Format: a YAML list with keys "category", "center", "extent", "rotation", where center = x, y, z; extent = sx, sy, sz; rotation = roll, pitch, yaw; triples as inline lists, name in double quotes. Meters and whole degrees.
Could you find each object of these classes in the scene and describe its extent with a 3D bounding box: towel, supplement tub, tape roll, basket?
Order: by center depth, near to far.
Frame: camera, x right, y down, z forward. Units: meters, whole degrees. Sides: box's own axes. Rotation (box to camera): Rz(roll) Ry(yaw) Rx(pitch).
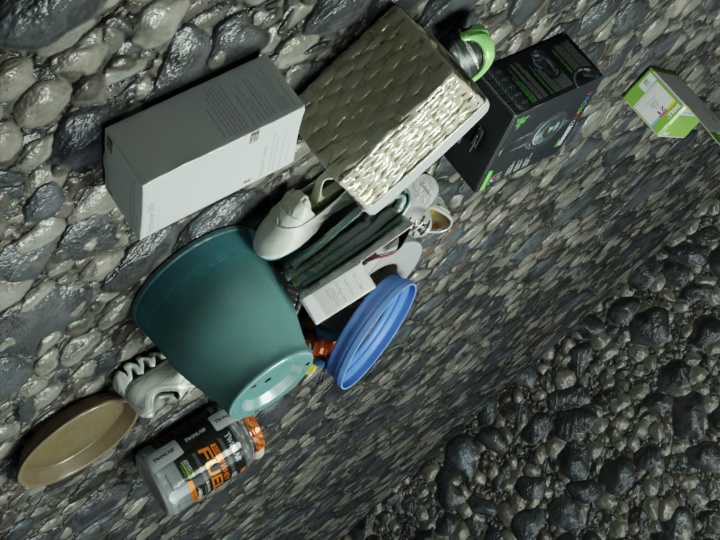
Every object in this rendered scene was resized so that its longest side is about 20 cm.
- category: "basket"
  center: [0.027, -0.186, 1.374]
  extent: [0.200, 0.136, 0.123]
  rotation: [-42, 159, 10]
- category: "towel"
  center: [-0.026, -0.055, 1.612]
  extent: [0.199, 0.049, 0.171]
  rotation: [-35, -168, -3]
- category: "tape roll"
  center: [0.000, 0.000, 1.860]
  extent: [0.199, 0.066, 0.201]
  rotation: [-35, 161, -14]
- category: "supplement tub"
  center: [-0.266, 0.307, 1.982]
  extent: [0.198, 0.123, 0.123]
  rotation: [-32, 161, -21]

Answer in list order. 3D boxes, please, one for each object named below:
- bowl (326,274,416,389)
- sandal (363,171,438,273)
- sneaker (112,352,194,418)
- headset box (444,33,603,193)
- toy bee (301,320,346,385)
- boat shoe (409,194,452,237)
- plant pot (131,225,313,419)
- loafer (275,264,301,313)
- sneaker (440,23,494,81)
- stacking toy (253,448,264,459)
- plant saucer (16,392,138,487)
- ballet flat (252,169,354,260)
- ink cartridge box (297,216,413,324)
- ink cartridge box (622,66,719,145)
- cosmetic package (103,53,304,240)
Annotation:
- category: "bowl"
  center: [0.015, 0.094, 1.866]
  extent: [0.201, 0.039, 0.201]
  rotation: [-52, 166, -18]
- category: "sandal"
  center: [0.041, -0.059, 1.718]
  extent: [0.200, 0.045, 0.075]
  rotation: [-46, 130, 4]
- category: "sneaker"
  center: [-0.249, 0.132, 1.677]
  extent: [0.199, 0.081, 0.075]
  rotation: [-35, 160, -15]
- category: "headset box"
  center: [0.226, -0.226, 1.719]
  extent: [0.198, 0.093, 0.175]
  rotation: [-26, 157, -32]
- category: "toy bee"
  center: [-0.083, 0.107, 1.936]
  extent: [0.200, 0.107, 0.133]
  rotation: [29, 80, -83]
- category: "boat shoe"
  center: [0.080, -0.086, 1.799]
  extent: [0.071, 0.070, 0.199]
  rotation: [-46, 157, 20]
- category: "plant pot"
  center: [-0.166, 0.080, 1.540]
  extent: [0.199, 0.189, 0.201]
  rotation: [-33, 161, -13]
- category: "loafer"
  center: [-0.148, 0.082, 1.721]
  extent: [0.202, 0.072, 0.071]
  rotation: [-62, -165, -4]
- category: "sneaker"
  center: [0.099, -0.237, 1.514]
  extent: [0.083, 0.077, 0.201]
  rotation: [-7, 145, -26]
- category: "stacking toy"
  center: [-0.274, 0.334, 2.115]
  extent: [0.198, 0.086, 0.086]
  rotation: [-23, 157, -23]
- category: "plant saucer"
  center: [-0.409, 0.240, 1.704]
  extent: [0.199, 0.030, 0.201]
  rotation: [-35, 161, -14]
- category: "ballet flat"
  center: [-0.065, -0.090, 1.542]
  extent: [0.199, 0.069, 0.070]
  rotation: [-37, 163, -30]
- category: "ink cartridge box"
  center: [-0.004, -0.010, 1.596]
  extent: [0.175, 0.045, 0.200]
  rotation: [-33, -169, 0]
- category: "ink cartridge box"
  center: [0.582, -0.265, 2.128]
  extent: [0.076, 0.201, 0.147]
  rotation: [-47, 159, 27]
- category: "cosmetic package"
  center: [-0.163, -0.128, 1.229]
  extent: [0.199, 0.081, 0.113]
  rotation: [-32, 162, -23]
